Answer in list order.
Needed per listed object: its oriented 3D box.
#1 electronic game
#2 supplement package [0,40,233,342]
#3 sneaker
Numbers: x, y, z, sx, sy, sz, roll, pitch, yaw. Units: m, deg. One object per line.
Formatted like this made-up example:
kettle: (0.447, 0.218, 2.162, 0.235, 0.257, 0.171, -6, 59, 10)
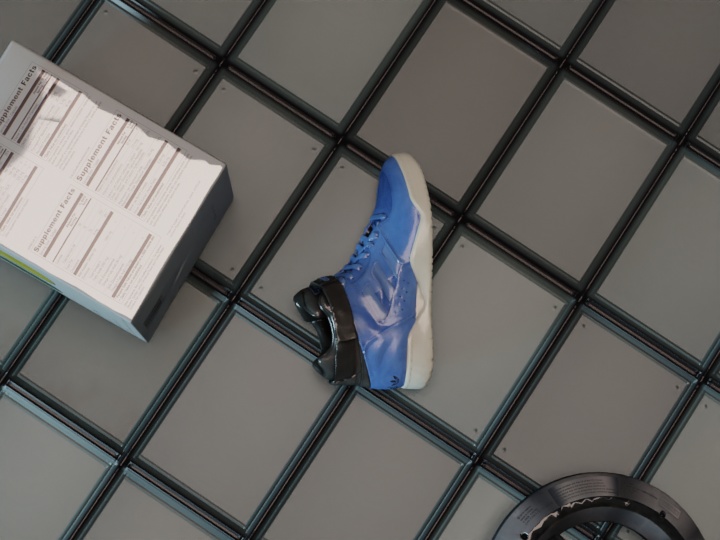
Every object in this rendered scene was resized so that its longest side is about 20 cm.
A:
electronic game: (0.197, 0.268, 1.525, 0.199, 0.042, 0.201, 0, 87, -7)
supplement package: (-0.228, -0.060, 1.514, 0.200, 0.152, 0.151, 30, 82, 3)
sneaker: (0.000, 0.000, 1.550, 0.111, 0.077, 0.201, 0, 87, -11)
